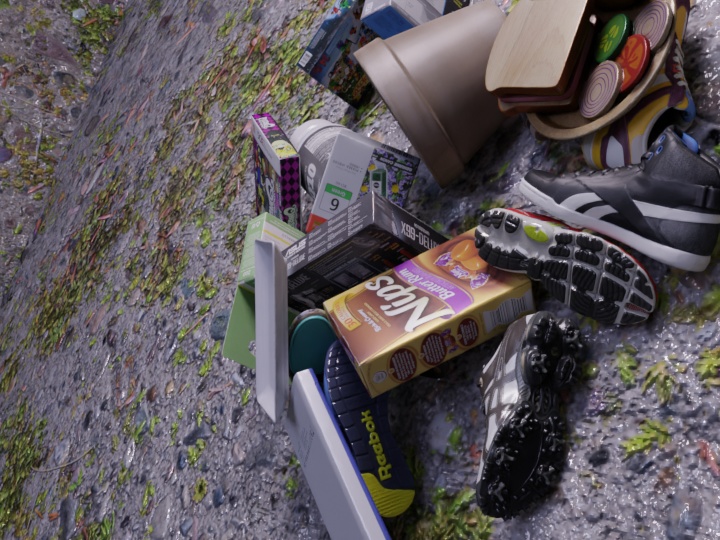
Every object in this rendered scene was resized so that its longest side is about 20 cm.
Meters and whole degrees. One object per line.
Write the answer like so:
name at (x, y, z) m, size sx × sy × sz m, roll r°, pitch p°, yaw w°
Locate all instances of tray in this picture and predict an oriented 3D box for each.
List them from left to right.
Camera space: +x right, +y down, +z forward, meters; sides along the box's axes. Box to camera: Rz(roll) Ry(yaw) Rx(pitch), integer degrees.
tray at (-0.102, 0.065, 0.870) m, size 0.107 × 0.022 × 0.202 m, roll -167°, pitch 76°, yaw -70°

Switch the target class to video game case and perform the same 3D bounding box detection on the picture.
video game case at (-0.130, -0.117, 1.163) m, size 0.182 × 0.035 × 0.202 m, roll -123°, pitch 29°, yaw -52°

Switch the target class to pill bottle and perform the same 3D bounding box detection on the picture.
pill bottle at (-0.030, -0.145, 1.090) m, size 0.114 × 0.113 × 0.200 m, roll -54°, pitch 36°, yaw 9°

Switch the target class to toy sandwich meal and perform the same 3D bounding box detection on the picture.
toy sandwich meal at (0.217, -0.227, 0.757) m, size 0.205 × 0.070 × 0.207 m, roll -34°, pitch 46°, yaw 43°

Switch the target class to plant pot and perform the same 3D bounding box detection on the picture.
plant pot at (0.116, -0.230, 0.926) m, size 0.173 × 0.200 × 0.201 m, roll -33°, pitch 42°, yaw 9°

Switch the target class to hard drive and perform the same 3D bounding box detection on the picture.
hard drive at (-0.030, 0.225, 0.813) m, size 0.201 × 0.025 × 0.132 m, roll 61°, pitch 154°, yaw 31°

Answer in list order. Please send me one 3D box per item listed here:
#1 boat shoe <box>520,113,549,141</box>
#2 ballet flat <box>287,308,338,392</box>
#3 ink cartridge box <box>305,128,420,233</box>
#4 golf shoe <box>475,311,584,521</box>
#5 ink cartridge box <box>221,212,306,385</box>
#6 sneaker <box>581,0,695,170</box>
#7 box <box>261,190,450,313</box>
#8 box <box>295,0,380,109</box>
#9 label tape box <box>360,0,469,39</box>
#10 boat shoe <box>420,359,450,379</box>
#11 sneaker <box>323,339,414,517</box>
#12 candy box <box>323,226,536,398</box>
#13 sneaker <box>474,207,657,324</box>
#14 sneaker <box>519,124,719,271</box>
boat shoe at (0.251, -0.236, 0.831) m, size 0.200 × 0.072 × 0.063 m, roll -47°, pitch 55°, yaw 26°
ballet flat at (-0.057, 0.115, 0.914) m, size 0.072 × 0.071 × 0.202 m, roll -125°, pitch 24°, yaw -51°
ink cartridge box at (-0.008, -0.067, 0.967) m, size 0.050 × 0.108 × 0.202 m, roll -67°, pitch -2°, yaw -72°
golf shoe at (0.151, 0.138, 0.728) m, size 0.202 × 0.077 × 0.094 m, roll -68°, pitch 19°, yaw -11°
ink cartridge box at (-0.105, 0.042, 1.030) m, size 0.048 × 0.145 × 0.202 m, roll -20°, pitch 53°, yaw 40°
sneaker at (0.303, -0.185, 0.751) m, size 0.090 × 0.075 × 0.202 m, roll 24°, pitch 93°, yaw 46°
box at (0.000, 0.000, 0.919) m, size 0.199 × 0.157 × 0.050 m, roll -31°, pitch 46°, yaw 36°
box at (0.004, -0.369, 1.172) m, size 0.038 × 0.136 × 0.201 m, roll 42°, pitch 102°, yaw 34°
label tape box at (0.089, -0.412, 1.091) m, size 0.063 × 0.144 × 0.202 m, roll -10°, pitch 60°, yaw 47°
boat shoe at (0.038, 0.076, 0.903) m, size 0.199 × 0.076 × 0.074 m, roll 6°, pitch 64°, yaw 46°
sneaker at (-0.003, 0.175, 0.840) m, size 0.082 × 0.073 × 0.202 m, roll 130°, pitch 130°, yaw -63°
candy box at (0.072, 0.041, 0.807) m, size 0.199 × 0.057 × 0.117 m, roll -27°, pitch 39°, yaw -7°
sneaker at (0.210, -0.018, 0.745) m, size 0.199 × 0.084 × 0.078 m, roll 33°, pitch 122°, yaw 36°
sneaker at (0.250, -0.088, 0.704) m, size 0.199 × 0.073 × 0.113 m, roll 31°, pitch 113°, yaw 38°
